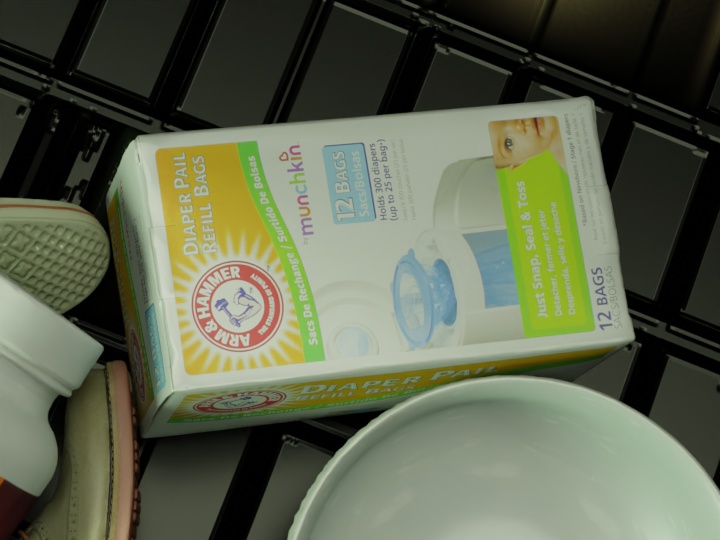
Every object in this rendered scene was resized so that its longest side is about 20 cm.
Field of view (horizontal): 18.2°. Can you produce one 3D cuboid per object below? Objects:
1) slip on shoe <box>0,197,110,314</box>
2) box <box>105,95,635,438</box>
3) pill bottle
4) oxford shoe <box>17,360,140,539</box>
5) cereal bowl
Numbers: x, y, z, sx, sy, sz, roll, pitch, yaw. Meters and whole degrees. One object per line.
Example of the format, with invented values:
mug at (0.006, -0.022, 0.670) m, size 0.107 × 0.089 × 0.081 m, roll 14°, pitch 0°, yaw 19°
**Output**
slip on shoe at (-0.207, -0.009, 0.963) m, size 0.200 × 0.074 × 0.061 m, roll -5°, pitch 41°, yaw -15°
box at (0.000, 0.000, 0.958) m, size 0.200 × 0.101 × 0.113 m, roll -5°, pitch 77°, yaw -14°
pill bottle at (-0.195, 0.087, 0.899) m, size 0.113 × 0.113 × 0.200 m, roll 35°, pitch 85°, yaw 2°
oxford shoe at (-0.133, 0.132, 0.934) m, size 0.074 × 0.071 × 0.200 m, roll 8°, pitch 75°, yaw -2°
cereal bowl at (0.060, 0.146, 0.944) m, size 0.200 × 0.083 × 0.200 m, roll 1°, pitch 81°, yaw -8°
